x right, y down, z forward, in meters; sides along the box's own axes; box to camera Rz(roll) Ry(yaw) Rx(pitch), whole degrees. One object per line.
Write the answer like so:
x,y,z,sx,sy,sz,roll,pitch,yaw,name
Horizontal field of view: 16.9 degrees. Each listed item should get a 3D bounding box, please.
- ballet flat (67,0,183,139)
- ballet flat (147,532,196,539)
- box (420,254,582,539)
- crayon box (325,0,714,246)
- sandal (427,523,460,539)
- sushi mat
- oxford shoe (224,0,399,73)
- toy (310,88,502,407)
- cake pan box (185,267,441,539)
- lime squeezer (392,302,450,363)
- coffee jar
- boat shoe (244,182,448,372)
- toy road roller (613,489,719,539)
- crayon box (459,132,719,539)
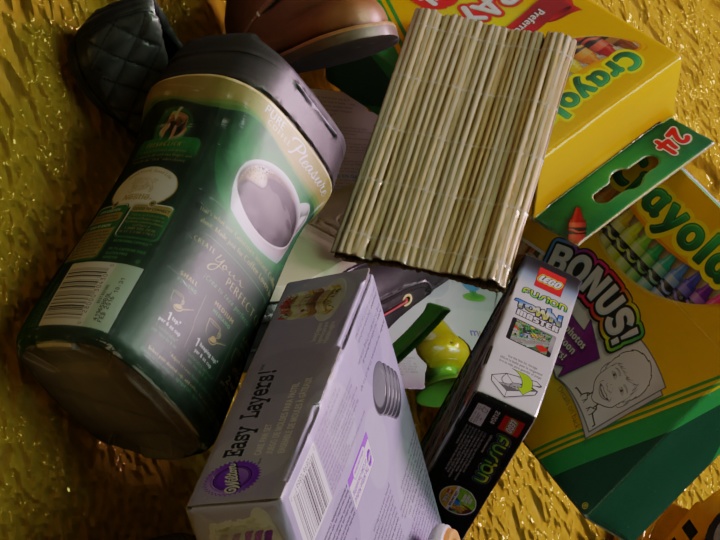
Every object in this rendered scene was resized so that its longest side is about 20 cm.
-0.075,-0.073,1.279,0.200,0.057,0.067,39,37,-42,ballet flat
-0.110,0.160,1.124,0.200,0.046,0.068,-2,77,-57,ballet flat
0.054,0.096,1.282,0.035,0.200,0.110,25,44,-1,box
0.093,-0.109,1.390,0.127,0.200,0.051,-36,147,-31,crayon box
0.067,0.224,1.185,0.079,0.059,0.207,-55,140,-66,sandal
0.053,-0.070,1.310,0.012,0.095,0.200,88,15,-47,sushi mat
-0.036,-0.138,1.271,0.071,0.200,0.071,-11,99,-19,oxford shoe
0.024,-0.009,1.395,0.115,0.047,0.200,5,53,-29,toy
-0.013,0.128,1.131,0.200,0.052,0.185,-70,147,-56,cake pan box
-0.009,0.107,1.294,0.038,0.070,0.201,14,92,-72,lime squeezer
-0.082,-0.016,1.179,0.104,0.085,0.200,52,51,-38,coffee jar
-0.002,-0.001,1.311,0.201,0.074,0.063,-22,131,-39,boat shoe
0.209,0.228,1.543,0.200,0.146,0.123,-49,124,-12,toy road roller
0.149,0.026,1.391,0.058,0.173,0.200,33,13,-46,crayon box
